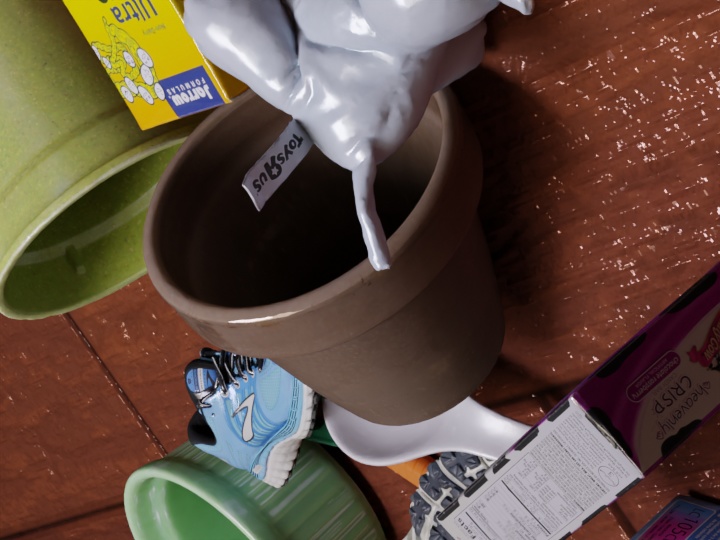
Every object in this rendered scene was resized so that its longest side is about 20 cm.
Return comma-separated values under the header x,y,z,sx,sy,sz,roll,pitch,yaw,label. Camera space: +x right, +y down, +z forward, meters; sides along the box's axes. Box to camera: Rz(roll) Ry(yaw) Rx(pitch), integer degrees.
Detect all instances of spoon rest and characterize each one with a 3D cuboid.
x,y,z,sx,sy,sz,roll,pitch,yaw,label
0.053,0.088,1.435,0.200,0.100,0.061,18,180,36,spoon rest

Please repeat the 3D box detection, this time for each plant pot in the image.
x,y,z,sx,sy,sz,roll,pitch,yaw,label
-0.195,-0.101,1.475,0.184,0.200,0.200,55,151,16,plant pot
0.000,0.000,1.327,0.200,0.200,0.175,18,153,42,plant pot

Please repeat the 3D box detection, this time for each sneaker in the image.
x,y,z,sx,sy,sz,roll,pitch,yaw,label
-0.074,0.079,1.522,0.090,0.079,0.200,14,143,-6,sneaker
0.074,0.175,1.511,0.200,0.086,0.078,-52,57,37,sneaker

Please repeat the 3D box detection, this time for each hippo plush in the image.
x,y,z,sx,sy,sz,roll,pitch,yaw,label
0.001,-0.146,1.166,0.159,0.200,0.161,28,140,-3,hippo plush

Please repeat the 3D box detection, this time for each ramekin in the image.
x,y,z,sx,sy,sz,roll,pitch,yaw,label
-0.071,0.198,1.684,0.200,0.098,0.200,34,147,26,ramekin

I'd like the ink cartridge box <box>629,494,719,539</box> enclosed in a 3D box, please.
x,y,z,sx,sy,sz,roll,pitch,yaw,label
0.256,0.222,1.313,0.200,0.076,0.137,16,135,46,ink cartridge box

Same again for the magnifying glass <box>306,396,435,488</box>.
x,y,z,sx,sy,sz,roll,pitch,yaw,label
-0.004,0.109,1.584,0.200,0.022,0.080,30,143,30,magnifying glass

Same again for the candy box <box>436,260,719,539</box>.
x,y,z,sx,sy,sz,roll,pitch,yaw,label
0.138,0.089,1.269,0.061,0.136,0.200,49,150,6,candy box

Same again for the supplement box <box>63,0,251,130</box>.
x,y,z,sx,sy,sz,roll,pitch,yaw,label
-0.116,-0.199,1.320,0.109,0.109,0.200,-10,115,56,supplement box
